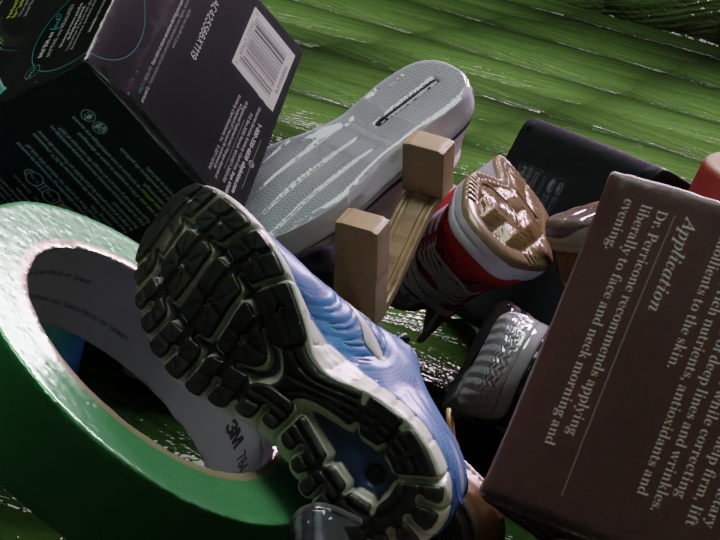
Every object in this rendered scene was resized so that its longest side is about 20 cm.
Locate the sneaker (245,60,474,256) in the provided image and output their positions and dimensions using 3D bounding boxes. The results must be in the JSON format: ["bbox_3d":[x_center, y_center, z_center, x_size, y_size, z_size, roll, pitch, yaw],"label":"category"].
[{"bbox_3d":[-0.009,-0.042,1.326,0.200,0.071,0.073,-32,48,-28],"label":"sneaker"}]

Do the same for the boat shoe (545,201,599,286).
[{"bbox_3d":[0.179,0.005,1.265,0.075,0.072,0.200,-13,12,-30],"label":"boat shoe"}]

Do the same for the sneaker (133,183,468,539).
[{"bbox_3d":[-0.025,0.044,1.069,0.200,0.079,0.089,51,15,14],"label":"sneaker"}]

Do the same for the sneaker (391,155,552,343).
[{"bbox_3d":[0.049,-0.004,1.371,0.071,0.112,0.200,52,12,-2],"label":"sneaker"}]

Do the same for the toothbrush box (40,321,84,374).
[{"bbox_3d":[-0.234,0.027,1.155,0.146,0.086,0.200,17,15,11],"label":"toothbrush box"}]

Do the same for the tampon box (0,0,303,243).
[{"bbox_3d":[-0.159,-0.085,1.289,0.199,0.126,0.150,-19,36,34],"label":"tampon box"}]

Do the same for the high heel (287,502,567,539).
[{"bbox_3d":[0.060,0.169,0.956,0.199,0.072,0.143,16,28,-9],"label":"high heel"}]

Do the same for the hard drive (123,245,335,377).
[{"bbox_3d":[-0.069,0.001,1.336,0.139,0.033,0.200,10,30,-15],"label":"hard drive"}]

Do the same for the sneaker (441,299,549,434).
[{"bbox_3d":[0.112,0.075,1.313,0.115,0.075,0.200,29,-1,0],"label":"sneaker"}]

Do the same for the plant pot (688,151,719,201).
[{"bbox_3d":[0.244,0.035,1.360,0.200,0.178,0.200,12,15,-3],"label":"plant pot"}]

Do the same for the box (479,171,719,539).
[{"bbox_3d":[0.190,0.079,1.081,0.199,0.166,0.164,20,-10,24],"label":"box"}]

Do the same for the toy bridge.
[{"bbox_3d":[0.000,0.000,1.243,0.027,0.067,0.200,16,38,21],"label":"toy bridge"}]

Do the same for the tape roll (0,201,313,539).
[{"bbox_3d":[-0.107,0.055,1.066,0.200,0.048,0.201,37,21,-16],"label":"tape roll"}]

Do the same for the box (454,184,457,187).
[{"bbox_3d":[-0.021,-0.033,1.600,0.199,0.069,0.082,3,18,-36],"label":"box"}]

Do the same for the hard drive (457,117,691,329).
[{"bbox_3d":[0.123,-0.015,1.477,0.033,0.140,0.200,27,3,-22],"label":"hard drive"}]

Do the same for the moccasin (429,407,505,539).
[{"bbox_3d":[0.015,0.095,1.163,0.077,0.074,0.201,-6,12,-27],"label":"moccasin"}]
